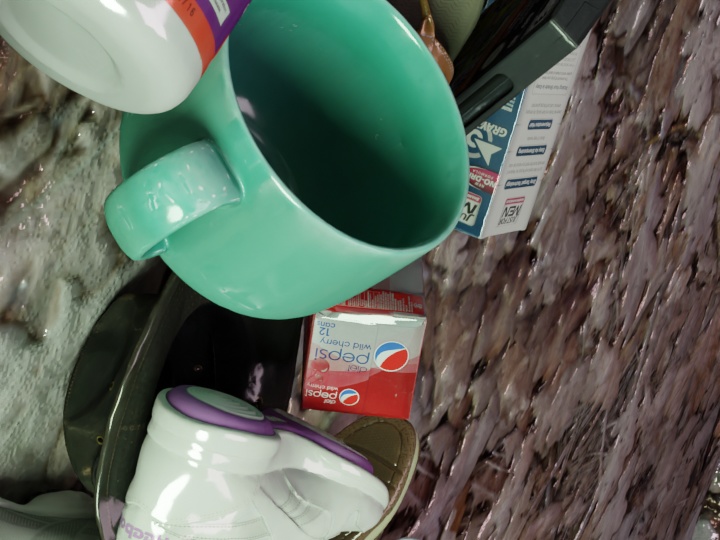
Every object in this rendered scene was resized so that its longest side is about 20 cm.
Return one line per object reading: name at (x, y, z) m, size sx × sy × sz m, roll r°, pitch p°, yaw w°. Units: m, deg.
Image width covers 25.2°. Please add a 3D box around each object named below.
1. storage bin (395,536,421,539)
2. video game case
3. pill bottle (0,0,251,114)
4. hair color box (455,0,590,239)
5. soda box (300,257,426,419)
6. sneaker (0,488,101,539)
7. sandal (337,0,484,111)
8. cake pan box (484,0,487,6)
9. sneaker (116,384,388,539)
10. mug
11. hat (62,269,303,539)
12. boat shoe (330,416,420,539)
storage bin at (-0.004, 0.326, 1.236) m, size 0.200 × 0.146 × 0.134 m, roll -46°, pitch -172°, yaw -39°
video game case at (0.097, -0.142, 0.941) m, size 0.180 × 0.025 × 0.200 m, roll -37°, pitch -167°, yaw 47°
pill bottle at (-0.073, -0.173, 0.676) m, size 0.201 × 0.112 × 0.113 m, roll -58°, pitch 156°, yaw -19°
hair color box at (0.111, -0.130, 1.188) m, size 0.100 × 0.060 × 0.202 m, roll -11°, pitch 120°, yaw -63°
soda box at (0.000, 0.000, 0.943) m, size 0.201 × 0.063 × 0.071 m, roll -90°, pitch -172°, yaw -59°
sneaker at (-0.169, 0.156, 0.814) m, size 0.200 × 0.079 × 0.075 m, roll 3°, pitch 110°, yaw -65°
sandal at (0.010, -0.096, 0.852) m, size 0.081 × 0.055 × 0.201 m, roll 17°, pitch 118°, yaw -34°
cake pan box at (0.050, -0.217, 0.932) m, size 0.185 × 0.052 × 0.202 m, roll -65°, pitch 166°, yaw -55°
sneaker at (-0.058, 0.120, 0.827) m, size 0.200 × 0.074 × 0.100 m, roll 26°, pitch 88°, yaw -56°
mug at (-0.051, -0.058, 0.761) m, size 0.184 × 0.114 × 0.154 m, roll 15°, pitch 58°, yaw -40°
hat at (-0.106, 0.067, 0.859) m, size 0.200 × 0.080 × 0.203 m, roll -37°, pitch 135°, yaw -50°
boat shoe at (-0.023, 0.195, 1.190) m, size 0.203 × 0.074 × 0.075 m, roll -53°, pitch 159°, yaw -3°
